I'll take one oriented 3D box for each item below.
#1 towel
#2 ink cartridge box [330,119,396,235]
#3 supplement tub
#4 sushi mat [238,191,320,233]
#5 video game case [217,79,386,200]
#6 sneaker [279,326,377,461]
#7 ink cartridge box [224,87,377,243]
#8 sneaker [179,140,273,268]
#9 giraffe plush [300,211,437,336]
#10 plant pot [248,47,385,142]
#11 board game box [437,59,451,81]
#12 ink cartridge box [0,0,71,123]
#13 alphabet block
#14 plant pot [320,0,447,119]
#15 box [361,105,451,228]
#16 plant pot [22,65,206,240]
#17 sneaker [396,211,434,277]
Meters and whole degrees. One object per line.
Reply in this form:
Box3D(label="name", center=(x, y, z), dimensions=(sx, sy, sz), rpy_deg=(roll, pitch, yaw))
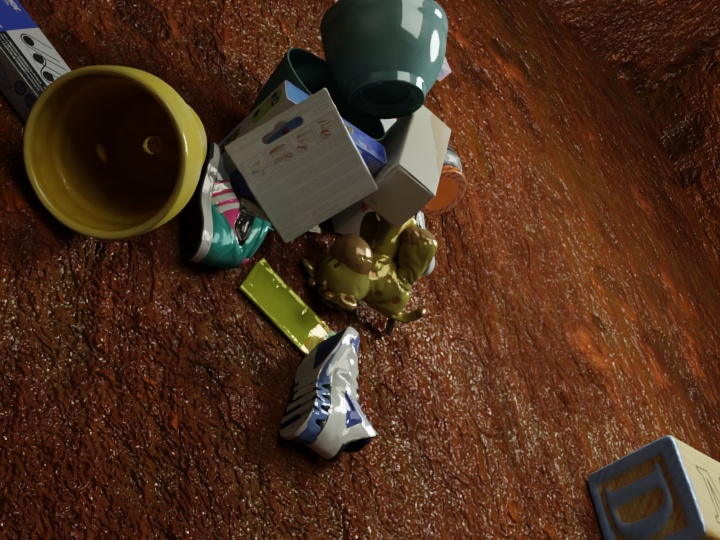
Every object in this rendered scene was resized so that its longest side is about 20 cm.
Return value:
Box3D(label="towel", center=(-0.088, 0.073, 1.390), dimensions=(0.200, 0.018, 0.086), rpy_deg=(47, 29, -12))
Box3D(label="ink cartridge box", center=(0.006, -0.172, 1.653), dimensions=(0.085, 0.146, 0.200), rpy_deg=(16, 46, -43))
Box3D(label="supplement tub", center=(0.099, -0.195, 1.715), dimensions=(0.122, 0.123, 0.200), rpy_deg=(20, 28, -44))
Box3D(label="sushi mat", center=(-0.142, -0.109, 1.511), dimensions=(0.200, 0.012, 0.096), rpy_deg=(9, 52, -51))
Box3D(label="video game case", center=(-0.094, -0.163, 1.439), dimensions=(0.200, 0.181, 0.046), rpy_deg=(29, 38, -34))
Box3D(label="sneaker", center=(-0.032, 0.182, 1.306), dimensions=(0.115, 0.081, 0.200), rpy_deg=(46, 37, -21))
Box3D(label="ink cartridge box", center=(-0.085, -0.150, 1.361), dimensions=(0.200, 0.162, 0.050), rpy_deg=(60, 0, -42))
Box3D(label="sneaker", center=(-0.180, -0.082, 1.352), dimensions=(0.121, 0.084, 0.200), rpy_deg=(24, 48, -34))
Box3D(label="giraffe plush", center=(0.000, 0.000, 1.493), dimensions=(0.162, 0.172, 0.200), rpy_deg=(6, 88, -41))
Box3D(label="plant pot", center=(-0.088, -0.225, 1.545), dimensions=(0.200, 0.161, 0.201), rpy_deg=(37, 25, -20))
Box3D(label="board game box", center=(0.117, -0.575, 2.346), dimensions=(0.200, 0.043, 0.199), rpy_deg=(18, 46, -46))
Box3D(label="ink cartridge box", center=(-0.443, -0.283, 1.233), dimensions=(0.200, 0.044, 0.094), rpy_deg=(52, 28, -1))
Box3D(label="alphabet block", center=(0.560, 0.443, 1.751), dimensions=(0.200, 0.195, 0.197), rpy_deg=(28, 40, -35))
Box3D(label="plant pot", center=(0.039, -0.318, 1.501), dimensions=(0.200, 0.200, 0.134), rpy_deg=(19, 61, -45))
Box3D(label="box", center=(0.073, -0.166, 1.509), dimensions=(0.078, 0.095, 0.200), rpy_deg=(38, 37, -16))
Box3D(label="plant pot", center=(-0.279, -0.149, 1.197), dimensions=(0.201, 0.201, 0.189), rpy_deg=(52, 13, -3))
Box3D(label="sneaker", center=(0.060, -0.086, 1.714), dimensions=(0.112, 0.073, 0.200), rpy_deg=(12, 51, -52))
